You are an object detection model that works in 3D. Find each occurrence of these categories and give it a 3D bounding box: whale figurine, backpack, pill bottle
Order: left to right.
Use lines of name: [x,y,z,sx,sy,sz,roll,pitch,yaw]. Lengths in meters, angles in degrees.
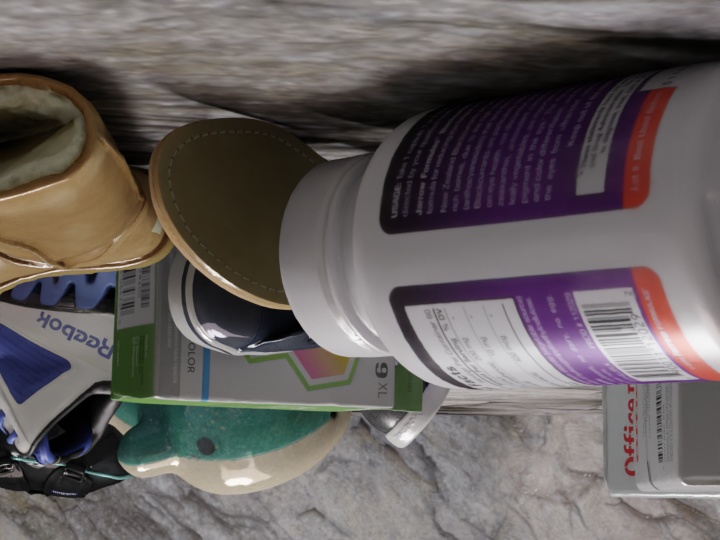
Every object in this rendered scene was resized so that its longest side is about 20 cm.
backpack: [-0.300,0.146,1.802,0.175,0.154,0.200,4,163,-7]
whale figurine: [-0.104,0.063,1.140,0.199,0.104,0.159,7,-149,29]
pill bottle: [0.068,-0.012,0.700,0.199,0.112,0.111,-5,171,41]

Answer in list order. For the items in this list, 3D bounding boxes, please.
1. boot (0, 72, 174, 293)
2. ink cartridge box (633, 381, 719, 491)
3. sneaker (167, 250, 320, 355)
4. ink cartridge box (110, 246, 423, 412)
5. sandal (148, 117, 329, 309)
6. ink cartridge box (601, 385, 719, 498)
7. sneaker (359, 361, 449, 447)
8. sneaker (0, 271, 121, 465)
boot: [-0.172,-0.032,0.781,0.174,0.067,0.200,-12,172,5]
ink cartridge box: [0.195,0.044,0.988,0.083,0.145,0.200,1,173,2]
sneaker: [0.000,0.000,0.940,0.199,0.079,0.079,-8,-174,-42]
ink cartridge box: [-0.033,0.023,1.011,0.199,0.104,0.059,5,172,-31]
sandal: [-0.034,-0.017,0.808,0.069,0.078,0.211,-13,171,39]
ink cartridge box: [0.278,0.087,1.309,0.199,0.147,0.083,-3,174,34]
sneaker: [0.019,0.039,1.316,0.112,0.073,0.200,40,-160,-5]
sneaker: [-0.207,0.057,1.086,0.198,0.116,0.081,-5,172,21]
